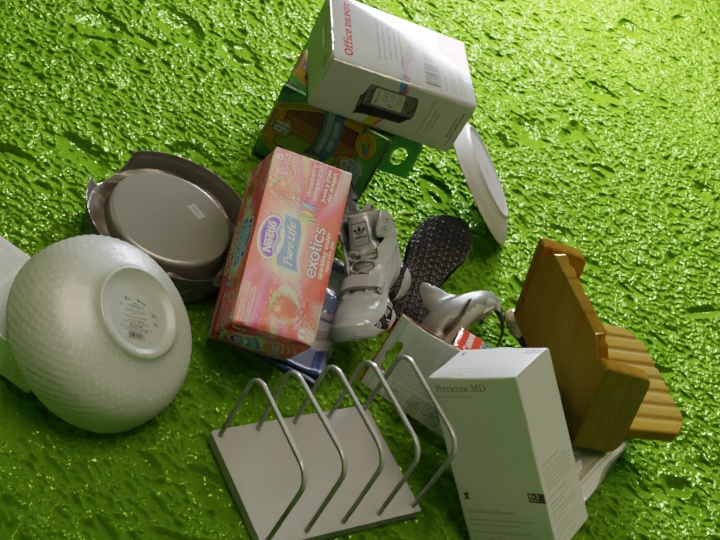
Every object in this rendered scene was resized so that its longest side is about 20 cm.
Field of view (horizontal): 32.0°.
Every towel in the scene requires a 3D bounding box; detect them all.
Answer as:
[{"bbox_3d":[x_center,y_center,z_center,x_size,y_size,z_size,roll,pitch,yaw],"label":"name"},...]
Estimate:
[{"bbox_3d":[-0.084,0.033,1.458,0.146,0.024,0.201,27,40,-6],"label":"towel"}]

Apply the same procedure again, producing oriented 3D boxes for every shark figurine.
[{"bbox_3d":[0.113,0.044,1.502,0.089,0.129,0.214,38,37,23],"label":"shark figurine"}]

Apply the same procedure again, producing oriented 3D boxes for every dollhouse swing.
[{"bbox_3d":[0.298,0.084,1.447,0.174,0.183,0.201,-3,45,-17],"label":"dollhouse swing"}]

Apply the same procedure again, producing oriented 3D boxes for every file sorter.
[{"bbox_3d":[-0.025,0.176,1.269,0.199,0.125,0.139,-5,51,-36],"label":"file sorter"}]

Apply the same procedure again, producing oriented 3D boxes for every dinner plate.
[{"bbox_3d":[0.164,-0.131,1.694,0.201,0.024,0.201,58,19,-32],"label":"dinner plate"}]

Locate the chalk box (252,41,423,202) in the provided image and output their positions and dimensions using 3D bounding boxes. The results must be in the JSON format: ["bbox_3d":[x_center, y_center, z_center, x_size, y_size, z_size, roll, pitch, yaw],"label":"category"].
[{"bbox_3d":[-0.018,-0.181,1.643,0.199,0.125,0.124,27,39,-4],"label":"chalk box"}]

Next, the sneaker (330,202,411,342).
[{"bbox_3d":[0.000,0.000,1.437,0.200,0.074,0.116,-54,131,-62],"label":"sneaker"}]

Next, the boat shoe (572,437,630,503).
[{"bbox_3d":[0.259,0.211,1.461,0.065,0.075,0.202,42,47,5],"label":"boat shoe"}]

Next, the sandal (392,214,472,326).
[{"bbox_3d":[0.078,0.003,1.585,0.075,0.048,0.201,33,52,0],"label":"sandal"}]

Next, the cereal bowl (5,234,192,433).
[{"bbox_3d":[-0.240,0.053,1.230,0.199,0.083,0.202,30,48,-39],"label":"cereal bowl"}]

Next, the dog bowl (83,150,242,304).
[{"bbox_3d":[-0.221,-0.046,1.422,0.198,0.059,0.201,18,42,-17],"label":"dog bowl"}]

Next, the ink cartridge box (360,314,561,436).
[{"bbox_3d":[0.112,0.131,1.401,0.199,0.109,0.050,33,29,1],"label":"ink cartridge box"}]

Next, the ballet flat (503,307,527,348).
[{"bbox_3d":[0.263,0.097,1.571,0.199,0.057,0.067,31,36,-18],"label":"ballet flat"}]

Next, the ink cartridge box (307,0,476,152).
[{"bbox_3d":[0.037,-0.250,1.586,0.198,0.086,0.148,16,42,-18],"label":"ink cartridge box"}]

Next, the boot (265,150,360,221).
[{"bbox_3d":[-0.058,-0.055,1.496,0.131,0.070,0.201,19,47,-20],"label":"boot"}]

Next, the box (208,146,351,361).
[{"bbox_3d":[-0.087,-0.016,1.353,0.094,0.103,0.202,18,72,-18],"label":"box"}]

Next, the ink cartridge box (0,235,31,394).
[{"bbox_3d":[-0.374,0.024,1.258,0.199,0.051,0.109,35,39,4],"label":"ink cartridge box"}]

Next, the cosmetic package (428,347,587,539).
[{"bbox_3d":[0.155,0.186,1.308,0.081,0.112,0.202,-34,111,-49],"label":"cosmetic package"}]
